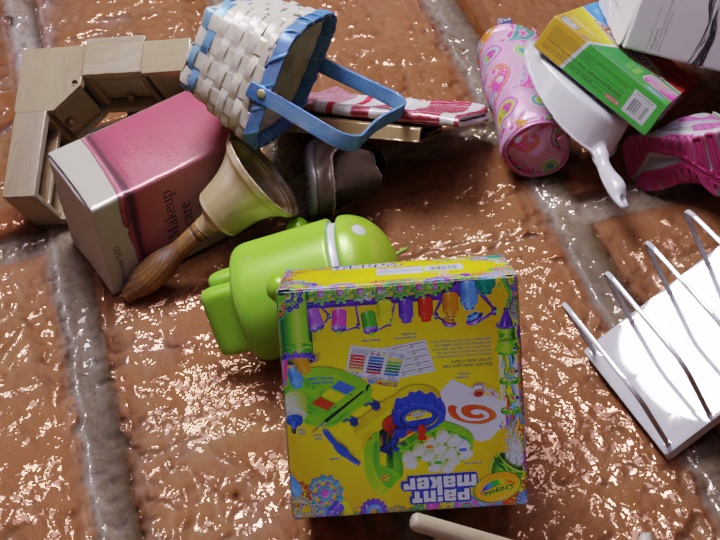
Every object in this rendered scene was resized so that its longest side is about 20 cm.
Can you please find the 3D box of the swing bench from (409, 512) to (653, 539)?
[{"bbox_3d":[0.125,0.308,0.964,0.196,0.131,0.201,5,46,2],"label":"swing bench"}]

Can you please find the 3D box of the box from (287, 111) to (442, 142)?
[{"bbox_3d":[-0.016,-0.164,1.433,0.197,0.022,0.163,7,12,11],"label":"box"}]

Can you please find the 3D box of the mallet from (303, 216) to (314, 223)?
[{"bbox_3d":[0.000,0.000,1.331,0.198,0.042,0.066,26,56,32],"label":"mallet"}]

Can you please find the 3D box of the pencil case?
[{"bbox_3d":[0.184,-0.198,1.466,0.086,0.088,0.202,-5,45,-1],"label":"pencil case"}]

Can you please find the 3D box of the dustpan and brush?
[{"bbox_3d":[0.247,-0.149,1.370,0.138,0.057,0.201,14,36,-39],"label":"dustpan and brush"}]

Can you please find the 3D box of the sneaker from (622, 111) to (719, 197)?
[{"bbox_3d":[0.376,-0.129,1.359,0.088,0.082,0.199,-31,29,-32],"label":"sneaker"}]

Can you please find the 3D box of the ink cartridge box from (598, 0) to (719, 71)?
[{"bbox_3d":[0.378,-0.286,1.428,0.197,0.085,0.145,12,30,-9],"label":"ink cartridge box"}]

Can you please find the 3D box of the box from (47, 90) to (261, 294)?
[{"bbox_3d":[-0.209,-0.089,1.365,0.198,0.129,0.109,-29,52,-21],"label":"box"}]

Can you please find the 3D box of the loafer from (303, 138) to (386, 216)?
[{"bbox_3d":[-0.013,-0.107,1.355,0.070,0.074,0.200,3,19,11],"label":"loafer"}]

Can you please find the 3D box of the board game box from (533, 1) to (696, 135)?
[{"bbox_3d":[0.283,-0.226,1.417,0.153,0.041,0.200,40,26,8],"label":"board game box"}]

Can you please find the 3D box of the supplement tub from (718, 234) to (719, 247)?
[{"bbox_3d":[0.452,-0.016,1.248,0.198,0.108,0.107,16,49,30],"label":"supplement tub"}]

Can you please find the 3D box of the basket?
[{"bbox_3d":[-0.062,-0.188,1.282,0.198,0.141,0.176,25,24,12],"label":"basket"}]

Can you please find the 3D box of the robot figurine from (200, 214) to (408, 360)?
[{"bbox_3d":[-0.050,0.016,1.244,0.197,0.117,0.176,-16,17,10],"label":"robot figurine"}]

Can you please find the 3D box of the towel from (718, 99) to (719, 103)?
[{"bbox_3d":[0.511,-0.174,1.440,0.111,0.049,0.199,-33,51,-29],"label":"towel"}]

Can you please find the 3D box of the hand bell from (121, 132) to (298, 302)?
[{"bbox_3d":[-0.170,-0.036,1.311,0.199,0.104,0.105,-39,46,14],"label":"hand bell"}]

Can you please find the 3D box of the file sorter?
[{"bbox_3d":[0.302,0.037,1.158,0.199,0.125,0.139,-37,50,3],"label":"file sorter"}]

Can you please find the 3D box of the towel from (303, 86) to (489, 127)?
[{"bbox_3d":[0.032,-0.180,1.421,0.197,0.023,0.144,8,13,18],"label":"towel"}]

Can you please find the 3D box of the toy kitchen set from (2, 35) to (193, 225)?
[{"bbox_3d":[-0.261,-0.138,1.439,0.197,0.163,0.183,-2,70,14],"label":"toy kitchen set"}]

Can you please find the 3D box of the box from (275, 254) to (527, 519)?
[{"bbox_3d":[0.035,0.096,1.103,0.196,0.196,0.122,-3,8,1],"label":"box"}]
